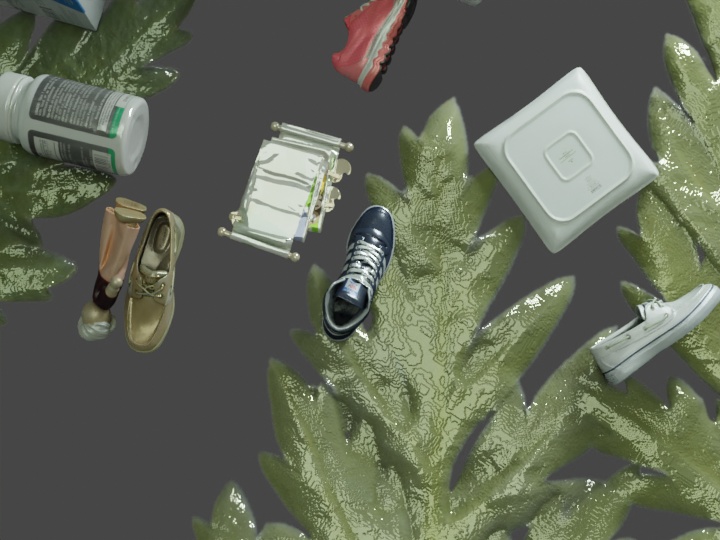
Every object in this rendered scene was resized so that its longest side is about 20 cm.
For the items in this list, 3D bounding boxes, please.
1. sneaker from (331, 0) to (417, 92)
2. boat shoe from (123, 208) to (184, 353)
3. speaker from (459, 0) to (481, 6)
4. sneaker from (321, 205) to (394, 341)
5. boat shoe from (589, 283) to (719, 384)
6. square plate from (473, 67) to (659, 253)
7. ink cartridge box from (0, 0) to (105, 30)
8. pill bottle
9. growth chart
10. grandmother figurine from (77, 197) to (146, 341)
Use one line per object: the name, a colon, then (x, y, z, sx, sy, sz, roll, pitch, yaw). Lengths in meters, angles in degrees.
sneaker: (0.022, -0.363, 1.403, 0.086, 0.074, 0.202, 25, 84, 4)
boat shoe: (-0.291, 0.013, 1.359, 0.071, 0.065, 0.203, 12, 83, 1)
speaker: (0.088, -0.439, 1.349, 0.198, 0.081, 0.082, 18, 82, -21)
sneaker: (0.000, 0.000, 1.340, 0.069, 0.109, 0.203, 20, 83, 2)
boat shoe: (0.407, 0.072, 1.348, 0.199, 0.074, 0.067, -39, 87, -4)
square plate: (0.298, -0.162, 1.401, 0.199, 0.028, 0.199, -36, 84, -4)
ink cartridge box: (-0.471, -0.426, 1.373, 0.197, 0.145, 0.085, 15, 82, 2)
pill bottle: (-0.406, -0.208, 1.363, 0.197, 0.113, 0.115, 14, 83, 1)
growth chart: (-0.101, -0.114, 1.400, 0.143, 0.018, 0.202, 24, 83, 2)
grandmother figurine: (-0.344, 0.004, 1.339, 0.060, 0.121, 0.202, 19, 107, -9)
